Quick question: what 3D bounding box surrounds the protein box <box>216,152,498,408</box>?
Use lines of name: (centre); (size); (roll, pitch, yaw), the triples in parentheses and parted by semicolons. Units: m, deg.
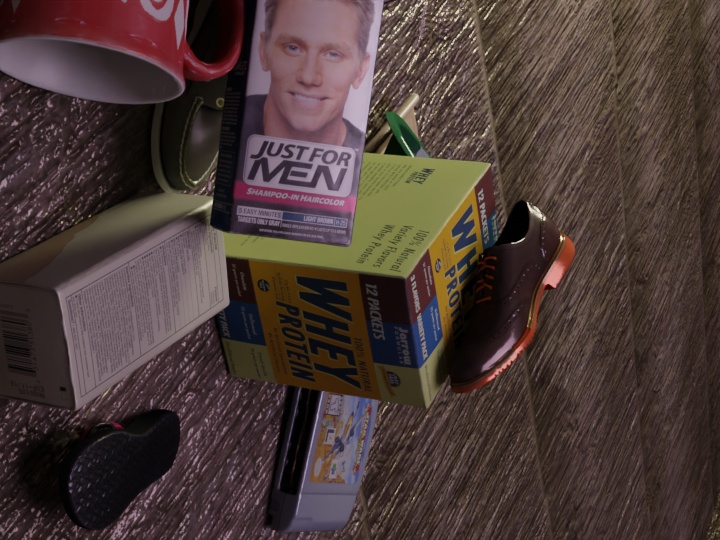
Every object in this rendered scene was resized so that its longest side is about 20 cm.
protein box: (0.000, 0.000, 1.219); (0.199, 0.199, 0.136); (-51, 139, -47)

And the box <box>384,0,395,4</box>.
box: (-0.018, -0.329, 1.065); (0.164, 0.165, 0.201); (58, 17, -51)

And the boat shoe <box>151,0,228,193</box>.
boat shoe: (-0.114, -0.155, 1.106); (0.072, 0.060, 0.203); (49, 53, -57)

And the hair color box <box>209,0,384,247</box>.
hair color box: (-0.048, -0.124, 1.009); (0.099, 0.060, 0.202); (6, 95, -20)

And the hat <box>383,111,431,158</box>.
hat: (0.016, -0.030, 1.363); (0.201, 0.175, 0.166); (57, 11, 6)

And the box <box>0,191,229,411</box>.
box: (-0.182, 0.016, 0.990); (0.200, 0.077, 0.096); (-36, 127, -56)

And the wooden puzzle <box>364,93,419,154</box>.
wooden puzzle: (0.022, -0.064, 1.442); (0.185, 0.037, 0.201); (-52, 145, -46)

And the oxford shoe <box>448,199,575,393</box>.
oxford shoe: (0.118, 0.022, 1.186); (0.073, 0.071, 0.200); (49, 51, -21)

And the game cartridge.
game cartridge: (-0.031, 0.166, 1.372); (0.133, 0.041, 0.202); (17, 84, -58)

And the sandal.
sandal: (-0.195, 0.150, 1.050); (0.200, 0.045, 0.076); (-17, 118, -77)

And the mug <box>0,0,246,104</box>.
mug: (-0.164, -0.224, 0.928); (0.177, 0.132, 0.202); (31, 64, -69)
